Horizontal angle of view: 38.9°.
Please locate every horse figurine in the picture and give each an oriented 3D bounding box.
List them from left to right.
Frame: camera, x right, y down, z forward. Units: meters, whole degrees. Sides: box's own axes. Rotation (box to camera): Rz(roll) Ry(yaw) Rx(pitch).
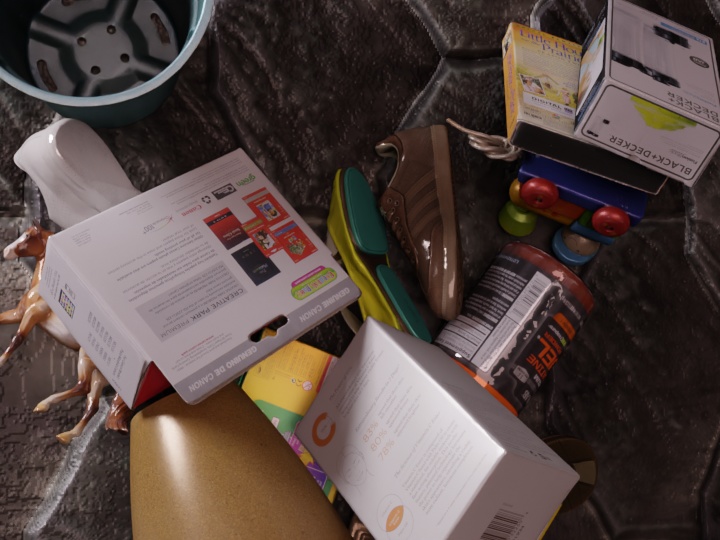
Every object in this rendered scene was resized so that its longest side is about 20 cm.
[{"bbox_3d":[-0.264,0.064,0.911,0.200,0.050,0.133,39,63,4],"label":"horse figurine"}]

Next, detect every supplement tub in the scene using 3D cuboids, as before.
[{"bbox_3d":[0.123,0.079,0.952,0.107,0.107,0.200,38,81,-4],"label":"supplement tub"}]

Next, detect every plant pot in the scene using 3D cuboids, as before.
[{"bbox_3d":[-0.228,-0.215,0.871,0.199,0.196,0.201,1,85,-10],"label":"plant pot"},{"bbox_3d":[-0.109,0.197,0.820,0.186,0.186,0.200,-22,75,-11],"label":"plant pot"}]

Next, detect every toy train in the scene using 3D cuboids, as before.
[{"bbox_3d":[0.160,-0.077,0.972,0.199,0.116,0.085,21,57,-2],"label":"toy train"}]

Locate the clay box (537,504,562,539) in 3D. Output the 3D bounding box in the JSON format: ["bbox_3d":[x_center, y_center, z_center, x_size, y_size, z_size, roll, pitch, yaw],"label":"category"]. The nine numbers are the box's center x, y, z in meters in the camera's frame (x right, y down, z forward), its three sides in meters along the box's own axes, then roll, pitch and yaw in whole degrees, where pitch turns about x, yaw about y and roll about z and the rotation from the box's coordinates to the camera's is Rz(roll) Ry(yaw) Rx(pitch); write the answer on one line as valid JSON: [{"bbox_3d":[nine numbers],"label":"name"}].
[{"bbox_3d":[0.077,0.261,0.900,0.115,0.048,0.200,30,93,-20],"label":"clay box"}]

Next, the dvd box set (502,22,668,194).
[{"bbox_3d":[0.205,-0.157,0.955,0.146,0.200,0.029,17,128,-8],"label":"dvd box set"}]

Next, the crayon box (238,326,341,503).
[{"bbox_3d":[-0.072,0.164,0.936,0.118,0.058,0.201,22,82,-7],"label":"crayon box"}]

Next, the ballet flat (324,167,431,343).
[{"bbox_3d":[0.000,0.000,0.951,0.067,0.067,0.200,-32,68,25],"label":"ballet flat"}]

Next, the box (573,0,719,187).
[{"bbox_3d":[0.261,-0.168,0.923,0.116,0.060,0.200,24,37,-1],"label":"box"}]

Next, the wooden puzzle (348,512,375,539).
[{"bbox_3d":[0.052,0.337,0.957,0.184,0.037,0.201,19,87,-8],"label":"wooden puzzle"}]

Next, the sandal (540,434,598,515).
[{"bbox_3d":[0.136,0.199,0.967,0.199,0.055,0.082,-12,110,-19],"label":"sandal"}]

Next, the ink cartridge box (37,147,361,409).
[{"bbox_3d":[-0.129,0.018,0.842,0.200,0.084,0.176,-31,73,-37],"label":"ink cartridge box"}]

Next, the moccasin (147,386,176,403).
[{"bbox_3d":[-0.136,0.040,0.927,0.080,0.068,0.200,44,56,10],"label":"moccasin"}]

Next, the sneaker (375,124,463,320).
[{"bbox_3d":[0.055,-0.043,0.960,0.075,0.070,0.201,-6,63,9],"label":"sneaker"}]

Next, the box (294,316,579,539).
[{"bbox_3d":[0.054,0.147,0.817,0.097,0.200,0.125,25,102,-40],"label":"box"}]

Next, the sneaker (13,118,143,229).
[{"bbox_3d":[-0.234,-0.042,0.926,0.200,0.088,0.075,58,37,-21],"label":"sneaker"}]
